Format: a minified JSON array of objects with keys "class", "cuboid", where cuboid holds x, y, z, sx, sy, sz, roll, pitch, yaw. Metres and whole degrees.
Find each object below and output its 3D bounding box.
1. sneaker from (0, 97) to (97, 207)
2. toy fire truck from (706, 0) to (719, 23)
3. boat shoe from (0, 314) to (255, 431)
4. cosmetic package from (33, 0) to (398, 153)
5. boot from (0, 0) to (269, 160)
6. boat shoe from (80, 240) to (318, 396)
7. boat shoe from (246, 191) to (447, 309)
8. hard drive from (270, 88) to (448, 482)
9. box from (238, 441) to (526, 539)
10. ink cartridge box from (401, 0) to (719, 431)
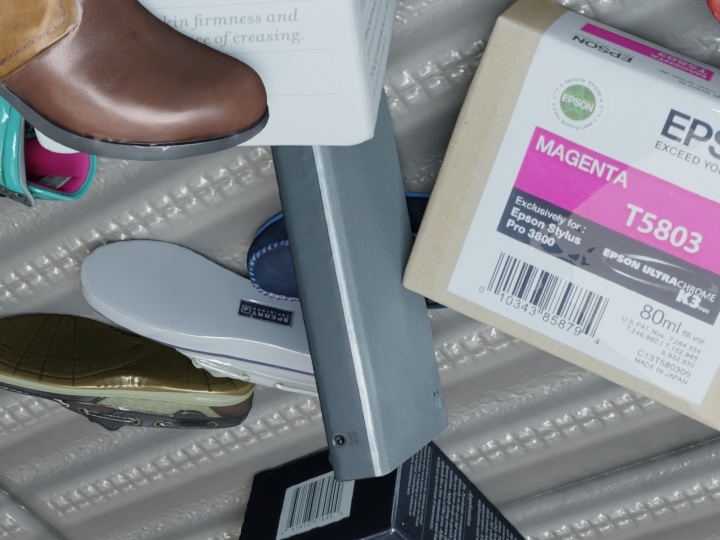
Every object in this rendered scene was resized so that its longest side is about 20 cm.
[{"class":"sneaker","cuboid":[-0.222,-0.057,0.878,0.120,0.084,0.201,19,133,5]},{"class":"toy fire truck","cuboid":[0.240,-0.186,0.668,0.200,0.112,0.168,-35,95,34]},{"class":"boat shoe","cuboid":[-0.170,0.079,0.998,0.199,0.073,0.065,8,129,3]},{"class":"cosmetic package","cuboid":[-0.076,-0.183,0.671,0.166,0.167,0.201,-1,132,11]},{"class":"boot","cuboid":[-0.108,-0.153,0.565,0.187,0.069,0.201,21,126,3]},{"class":"boat shoe","cuboid":[-0.087,0.038,0.951,0.199,0.072,0.066,12,138,-6]},{"class":"boat shoe","cuboid":[0.021,-0.008,0.884,0.199,0.069,0.084,-9,130,18]},{"class":"hard drive","cuboid":[0.000,0.000,0.783,0.033,0.139,0.201,-11,91,18]},{"class":"box","cuboid":[0.027,0.225,1.077,0.147,0.105,0.200,-23,126,28]},{"class":"ink cartridge box","cuboid":[0.142,-0.032,0.771,0.199,0.075,0.166,24,115,12]}]
